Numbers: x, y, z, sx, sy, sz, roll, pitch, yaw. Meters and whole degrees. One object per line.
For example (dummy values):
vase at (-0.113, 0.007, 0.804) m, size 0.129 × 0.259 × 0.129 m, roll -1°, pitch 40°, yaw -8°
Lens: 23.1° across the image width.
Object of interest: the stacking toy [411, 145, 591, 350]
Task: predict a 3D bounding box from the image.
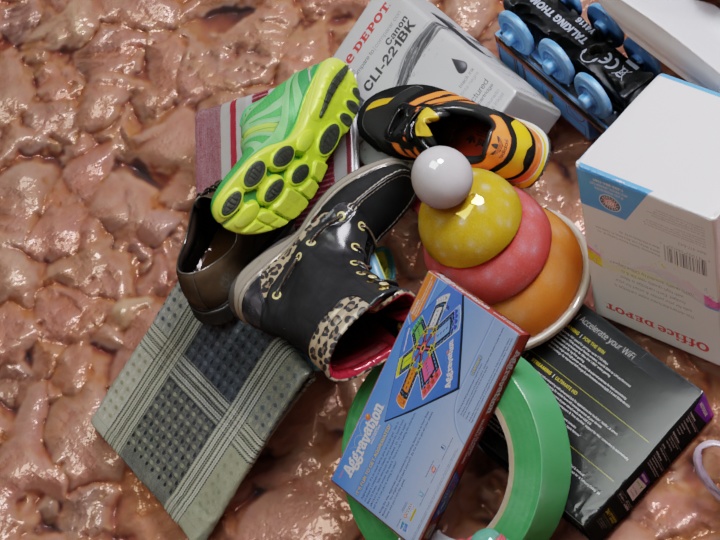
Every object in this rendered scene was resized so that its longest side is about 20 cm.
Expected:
stacking toy at (0.097, -0.035, 1.436) m, size 0.146 × 0.200 × 0.146 m, roll -12°, pitch 54°, yaw 18°

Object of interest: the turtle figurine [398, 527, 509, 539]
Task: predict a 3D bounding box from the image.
turtle figurine at (0.115, 0.271, 1.342) m, size 0.149 × 0.200 × 0.101 m, roll -18°, pitch 12°, yaw 30°

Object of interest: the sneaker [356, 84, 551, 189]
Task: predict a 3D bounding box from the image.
sneaker at (0.063, -0.125, 1.501) m, size 0.200 × 0.090 × 0.070 m, roll 19°, pitch 91°, yaw 38°

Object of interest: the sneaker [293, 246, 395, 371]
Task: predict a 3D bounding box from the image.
sneaker at (-0.043, 0.007, 1.616) m, size 0.130 × 0.080 × 0.200 m, roll -35°, pitch 42°, yaw -18°

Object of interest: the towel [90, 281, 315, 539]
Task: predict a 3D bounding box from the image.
towel at (-0.143, 0.116, 1.590) m, size 0.193 × 0.035 × 0.200 m, roll 43°, pitch 104°, yaw 36°

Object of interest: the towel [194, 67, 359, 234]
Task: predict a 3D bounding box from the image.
towel at (-0.079, -0.101, 1.657) m, size 0.200 × 0.023 × 0.144 m, roll -11°, pitch 76°, yaw 38°

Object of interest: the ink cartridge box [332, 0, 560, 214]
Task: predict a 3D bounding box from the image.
ink cartridge box at (0.061, -0.150, 1.618) m, size 0.200 × 0.084 × 0.144 m, roll 45°, pitch 107°, yaw 35°

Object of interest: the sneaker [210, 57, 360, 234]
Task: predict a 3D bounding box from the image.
sneaker at (-0.072, -0.105, 1.550) m, size 0.083 × 0.074 × 0.200 m, roll -2°, pitch 43°, yaw 44°

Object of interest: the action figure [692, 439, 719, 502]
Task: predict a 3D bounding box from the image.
action figure at (0.384, 0.140, 1.360) m, size 0.200 × 0.134 × 0.149 m, roll -37°, pitch 12°, yaw -14°

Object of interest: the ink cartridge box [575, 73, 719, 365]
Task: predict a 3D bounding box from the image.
ink cartridge box at (0.269, -0.032, 1.433) m, size 0.128 × 0.200 × 0.125 m, roll 25°, pitch 58°, yaw 32°

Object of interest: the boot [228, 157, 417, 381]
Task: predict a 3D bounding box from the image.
boot at (0.000, 0.000, 1.485) m, size 0.200 × 0.073 × 0.151 m, roll -38°, pitch 41°, yaw -13°

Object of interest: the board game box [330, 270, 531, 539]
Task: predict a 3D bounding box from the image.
board game box at (0.054, 0.112, 1.418) m, size 0.103 × 0.019 × 0.200 m, roll 35°, pitch 109°, yaw 32°

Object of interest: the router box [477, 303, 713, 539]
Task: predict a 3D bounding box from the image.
router box at (0.170, 0.110, 1.474) m, size 0.149 × 0.051 × 0.200 m, roll -46°, pitch 56°, yaw -7°

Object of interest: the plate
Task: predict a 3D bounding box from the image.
plate at (0.309, -0.180, 1.505) m, size 0.200 × 0.199 × 0.032 m, roll 45°, pitch 117°, yaw 35°

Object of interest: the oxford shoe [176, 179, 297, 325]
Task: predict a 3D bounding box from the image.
oxford shoe at (-0.106, -0.056, 1.572) m, size 0.072 × 0.084 × 0.200 m, roll 4°, pitch 56°, yaw 26°

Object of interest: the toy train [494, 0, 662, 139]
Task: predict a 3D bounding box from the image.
toy train at (0.200, -0.180, 1.579) m, size 0.087 × 0.114 × 0.200 m, roll -37°, pitch 55°, yaw -12°

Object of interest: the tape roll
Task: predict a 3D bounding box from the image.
tape roll at (0.076, 0.155, 1.441) m, size 0.200 × 0.048 × 0.201 m, roll -2°, pitch 86°, yaw 37°
